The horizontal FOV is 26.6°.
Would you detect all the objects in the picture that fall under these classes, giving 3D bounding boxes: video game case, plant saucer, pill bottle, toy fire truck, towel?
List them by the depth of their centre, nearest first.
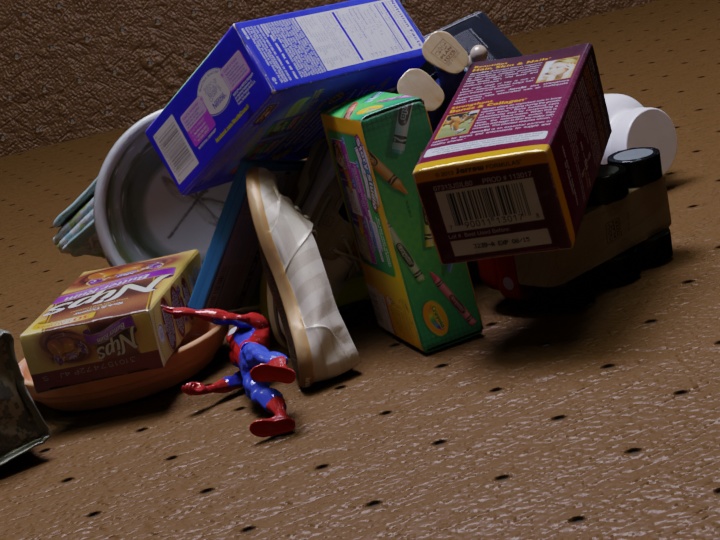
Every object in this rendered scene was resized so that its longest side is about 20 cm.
[{"bbox_3d":[0.148,-0.058,1.338,0.175,0.130,0.199,-26,21,-39],"label":"toy fire truck"},{"bbox_3d":[-0.212,0.080,1.375,0.198,0.038,0.200,-14,14,3],"label":"plant saucer"},{"bbox_3d":[-0.083,-0.034,1.412,0.018,0.144,0.200,25,13,20],"label":"video game case"},{"bbox_3d":[-0.162,-0.062,1.480,0.199,0.202,0.050,-17,11,-13],"label":"plant saucer"},{"bbox_3d":[-0.206,-0.073,1.599,0.200,0.048,0.171,-36,-27,31],"label":"towel"},{"bbox_3d":[0.246,-0.137,1.641,0.104,0.105,0.199,-21,16,-28],"label":"pill bottle"}]

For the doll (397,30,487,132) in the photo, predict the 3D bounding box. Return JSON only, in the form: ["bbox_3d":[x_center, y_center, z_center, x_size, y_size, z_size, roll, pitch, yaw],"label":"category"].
[{"bbox_3d":[0.071,-0.152,1.383,0.137,0.048,0.200,-56,-9,-9],"label":"doll"}]

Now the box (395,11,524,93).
[{"bbox_3d":[0.079,-0.174,1.750,0.200,0.124,0.196,-45,-3,32],"label":"box"}]

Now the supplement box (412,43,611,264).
[{"bbox_3d":[0.126,-0.096,1.212,0.109,0.086,0.200,-7,29,24],"label":"supplement box"}]

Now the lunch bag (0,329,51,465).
[{"bbox_3d":[-0.377,0.120,1.220,0.199,0.118,0.164,-27,18,-24],"label":"lunch bag"}]

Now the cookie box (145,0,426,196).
[{"bbox_3d":[-0.063,-0.157,1.345,0.199,0.076,0.171,-20,-14,-44],"label":"cookie box"}]

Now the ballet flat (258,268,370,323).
[{"bbox_3d":[0.000,0.000,1.415,0.198,0.068,0.067,-15,18,-4],"label":"ballet flat"}]

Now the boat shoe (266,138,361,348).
[{"bbox_3d":[-0.027,-0.027,1.346,0.068,0.202,0.075,2,-21,31],"label":"boat shoe"}]

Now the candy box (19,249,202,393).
[{"bbox_3d":[-0.210,0.040,1.337,0.116,0.057,0.200,-11,15,8],"label":"candy box"}]

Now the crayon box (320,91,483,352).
[{"bbox_3d":[0.033,-0.043,1.267,0.058,0.202,0.119,-19,14,-14],"label":"crayon box"}]

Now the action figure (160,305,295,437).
[{"bbox_3d":[-0.110,0.074,1.211,0.098,0.066,0.200,2,11,-9],"label":"action figure"}]

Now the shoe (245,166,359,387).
[{"bbox_3d":[-0.051,0.001,1.261,0.053,0.201,0.070,-15,-24,-6],"label":"shoe"}]
